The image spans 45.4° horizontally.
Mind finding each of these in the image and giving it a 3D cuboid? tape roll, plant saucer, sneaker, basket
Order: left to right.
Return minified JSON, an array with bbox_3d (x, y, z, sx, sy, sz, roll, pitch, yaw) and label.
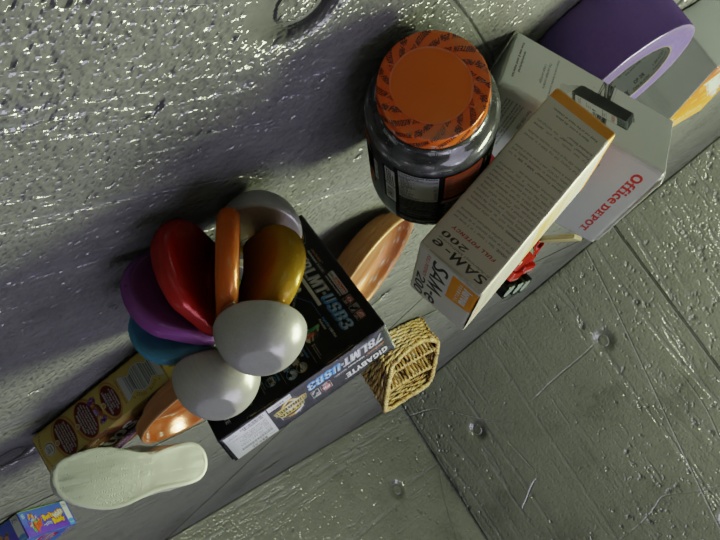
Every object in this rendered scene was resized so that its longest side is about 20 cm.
[{"bbox_3d":[-0.304,0.257,1.075,0.197,0.075,0.115,4,164,-40],"label":"sneaker"},{"bbox_3d":[-0.190,0.143,1.061,0.198,0.033,0.201,-34,167,-9],"label":"plant saucer"},{"bbox_3d":[0.000,0.000,1.162,0.201,0.037,0.201,-51,167,-16],"label":"plant saucer"},{"bbox_3d":[0.110,0.218,2.056,0.198,0.150,0.143,-20,161,-45],"label":"basket"},{"bbox_3d":[0.284,-0.246,1.009,0.198,0.086,0.200,-32,166,-9],"label":"tape roll"}]

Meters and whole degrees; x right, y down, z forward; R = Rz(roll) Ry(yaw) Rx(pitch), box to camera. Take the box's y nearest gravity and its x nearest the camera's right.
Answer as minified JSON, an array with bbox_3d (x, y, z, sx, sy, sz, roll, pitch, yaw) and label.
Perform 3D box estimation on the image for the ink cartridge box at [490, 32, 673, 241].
[{"bbox_3d":[0.213,-0.138,0.932,0.085,0.197,0.145,-65,-174,-32],"label":"ink cartridge box"}]

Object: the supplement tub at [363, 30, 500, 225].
[{"bbox_3d":[0.064,-0.127,0.790,0.121,0.124,0.200,-33,167,-6],"label":"supplement tub"}]

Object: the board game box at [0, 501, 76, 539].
[{"bbox_3d":[-0.579,0.457,1.393,0.199,0.045,0.134,-37,167,7],"label":"board game box"}]

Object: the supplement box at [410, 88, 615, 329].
[{"bbox_3d":[0.137,-0.054,0.805,0.200,0.073,0.126,-48,169,-15],"label":"supplement box"}]

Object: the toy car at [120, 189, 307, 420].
[{"bbox_3d":[-0.141,0.023,0.785,0.148,0.178,0.200,19,135,-30],"label":"toy car"}]

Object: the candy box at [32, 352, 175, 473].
[{"bbox_3d":[-0.295,0.169,1.074,0.199,0.057,0.116,-39,167,10],"label":"candy box"}]

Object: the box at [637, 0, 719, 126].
[{"bbox_3d":[0.492,-0.306,1.290,0.123,0.098,0.201,-30,166,-19],"label":"box"}]

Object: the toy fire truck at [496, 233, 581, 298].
[{"bbox_3d":[0.380,-0.037,1.938,0.201,0.129,0.175,-54,160,23],"label":"toy fire truck"}]

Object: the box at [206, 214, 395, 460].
[{"bbox_3d":[-0.094,0.061,0.896,0.196,0.201,0.050,-33,139,-8],"label":"box"}]
